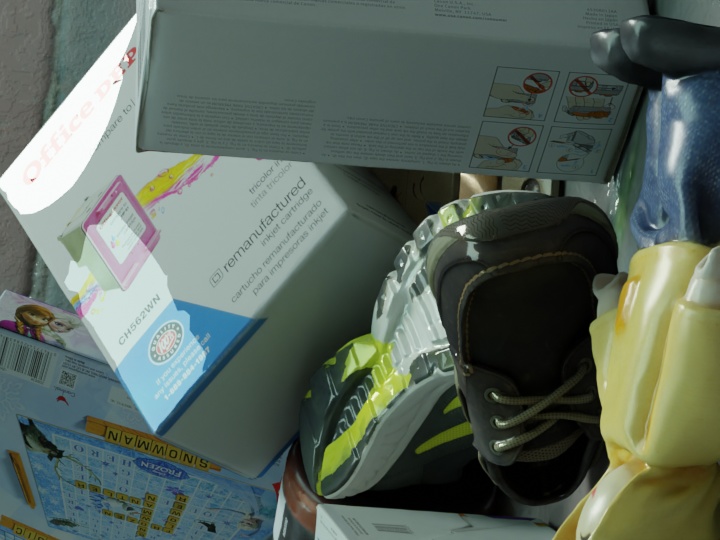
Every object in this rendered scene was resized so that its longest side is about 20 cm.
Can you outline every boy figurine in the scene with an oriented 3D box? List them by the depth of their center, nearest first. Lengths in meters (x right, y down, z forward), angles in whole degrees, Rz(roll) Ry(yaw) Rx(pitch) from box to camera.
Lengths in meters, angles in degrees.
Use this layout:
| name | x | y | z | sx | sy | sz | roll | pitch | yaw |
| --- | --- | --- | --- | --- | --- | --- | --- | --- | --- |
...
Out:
| name | x | y | z | sx | sy | sz | roll | pitch | yaw |
| --- | --- | --- | --- | --- | --- | --- | --- | --- | --- |
| boy figurine | 0.098 | 0.021 | 0.804 | 0.124 | 0.064 | 0.201 | -170 | 88 | -79 |

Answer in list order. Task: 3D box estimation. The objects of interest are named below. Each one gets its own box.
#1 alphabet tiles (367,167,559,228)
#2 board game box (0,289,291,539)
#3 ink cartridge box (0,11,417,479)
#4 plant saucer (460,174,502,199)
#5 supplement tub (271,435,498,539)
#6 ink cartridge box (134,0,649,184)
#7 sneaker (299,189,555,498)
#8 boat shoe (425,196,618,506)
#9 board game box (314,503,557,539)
| name | x | y | z | sx | sy | sz | roll | pitch | yaw |
| --- | --- | --- | --- | --- | --- | --- | --- | --- | --- |
| alphabet tiles | 0.038 | -0.084 | 1.144 | 0.167 | 0.008 | 0.201 | 5 | 90 | 51 |
| board game box | -0.124 | 0.133 | 1.290 | 0.041 | 0.199 | 0.200 | -70 | 0 | -64 |
| ink cartridge box | -0.073 | -0.023 | 1.175 | 0.145 | 0.084 | 0.200 | -48 | 48 | 12 |
| plant saucer | 0.000 | 0.000 | 1.232 | 0.200 | 0.035 | 0.201 | -29 | 38 | 25 |
| supplement tub | 0.001 | 0.175 | 1.196 | 0.107 | 0.106 | 0.201 | -100 | 18 | -58 |
| ink cartridge box | 0.008 | -0.133 | 1.007 | 0.084 | 0.199 | 0.176 | 104 | 167 | -49 |
| sneaker | 0.049 | 0.032 | 1.073 | 0.200 | 0.084 | 0.075 | -46 | 52 | 41 |
| boat shoe | 0.071 | 0.035 | 0.920 | 0.200 | 0.074 | 0.074 | 69 | -174 | -66 |
| board game box | 0.029 | 0.208 | 1.010 | 0.105 | 0.102 | 0.201 | -153 | 68 | -80 |
